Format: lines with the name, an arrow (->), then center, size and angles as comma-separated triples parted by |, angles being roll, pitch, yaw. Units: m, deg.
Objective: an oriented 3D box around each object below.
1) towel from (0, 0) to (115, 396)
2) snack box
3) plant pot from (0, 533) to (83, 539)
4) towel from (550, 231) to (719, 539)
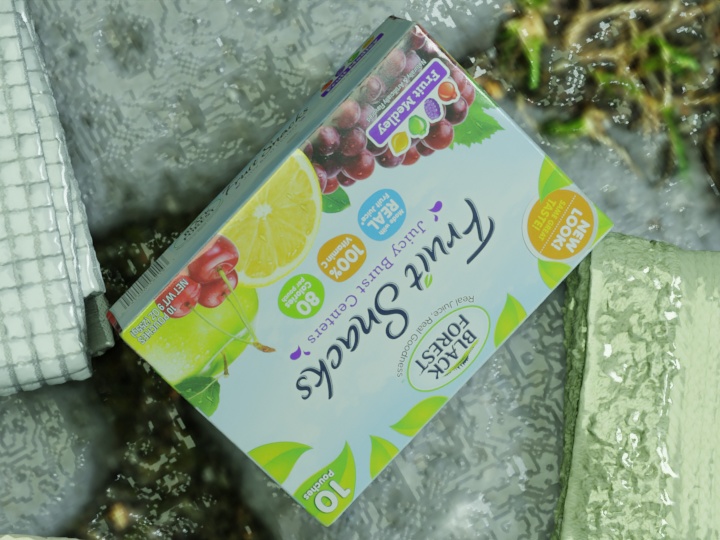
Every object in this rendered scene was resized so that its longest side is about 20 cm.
towel -> -0.216, -0.028, 1.216 | 0.166, 0.086, 0.200 | -14, 85, -3
snack box -> 0.000, 0.000, 1.196 | 0.200, 0.053, 0.142 | -47, 108, -2
plant pot -> -0.155, 0.224, 1.113 | 0.200, 0.200, 0.184 | 2, 73, 3
towel -> 0.166, 0.084, 1.211 | 0.148, 0.036, 0.200 | 4, 85, 2
